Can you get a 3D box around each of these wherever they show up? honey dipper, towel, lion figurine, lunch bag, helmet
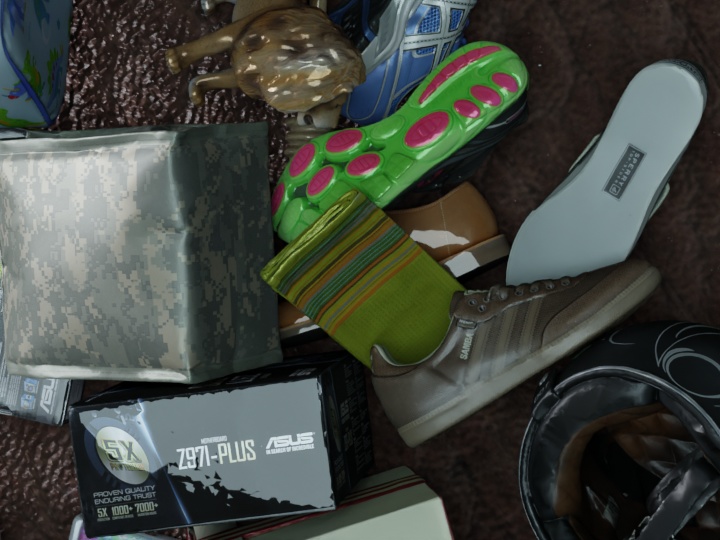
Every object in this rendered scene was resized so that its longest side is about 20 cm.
[{"bbox_3d":[-0.029,-0.158,1.509,0.038,0.038,0.201,4,89,8],"label":"honey dipper"},{"bbox_3d":[0.026,0.029,1.454,0.086,0.018,0.200,-42,128,9],"label":"towel"},{"bbox_3d":[-0.059,-0.169,1.447,0.122,0.073,0.201,-17,46,13],"label":"lion figurine"},{"bbox_3d":[-0.159,-0.012,1.445,0.199,0.117,0.165,0,97,35],"label":"lunch bag"},{"bbox_3d":[-0.243,-0.205,1.451,0.082,0.161,0.201,-1,72,5],"label":"lunch bag"},{"bbox_3d":[0.209,0.128,1.411,0.199,0.190,0.201,2,93,32],"label":"helmet"}]

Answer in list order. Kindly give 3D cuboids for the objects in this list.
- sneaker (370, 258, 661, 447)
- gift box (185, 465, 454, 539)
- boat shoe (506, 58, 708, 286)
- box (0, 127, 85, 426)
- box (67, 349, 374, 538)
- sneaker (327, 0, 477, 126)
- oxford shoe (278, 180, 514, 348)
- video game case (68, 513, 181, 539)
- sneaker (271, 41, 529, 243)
[{"bbox_3d":[0.097,0.035,1.425,0.200,0.070,0.076,-32,84,3],"label":"sneaker"},{"bbox_3d":[-0.024,0.230,1.426,0.186,0.200,0.185,-17,89,-5],"label":"gift box"},{"bbox_3d":[0.170,-0.053,1.466,0.071,0.064,0.200,38,109,9],"label":"boat shoe"},{"bbox_3d":[-0.260,-0.005,1.541,0.159,0.044,0.201,11,94,8],"label":"box"},{"bbox_3d":[-0.085,0.109,1.443,0.163,0.200,0.087,-7,92,8],"label":"box"},{"bbox_3d":[0.044,-0.181,1.485,0.200,0.076,0.077,-47,124,1],"label":"sneaker"},{"bbox_3d":[0.000,0.000,1.497,0.199,0.071,0.072,-25,84,-3],"label":"oxford shoe"},{"bbox_3d":[-0.137,0.290,1.550,0.181,0.024,0.201,15,96,7],"label":"video game case"},{"bbox_3d":[0.031,-0.070,1.462,0.199,0.084,0.077,-30,58,5],"label":"sneaker"}]
